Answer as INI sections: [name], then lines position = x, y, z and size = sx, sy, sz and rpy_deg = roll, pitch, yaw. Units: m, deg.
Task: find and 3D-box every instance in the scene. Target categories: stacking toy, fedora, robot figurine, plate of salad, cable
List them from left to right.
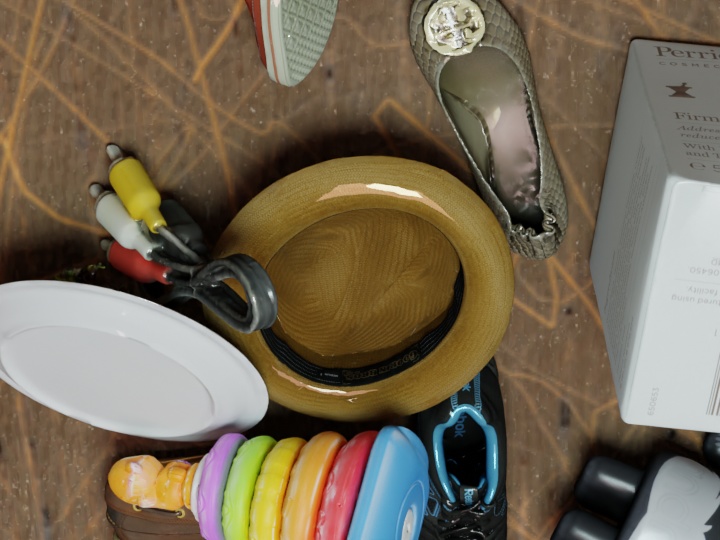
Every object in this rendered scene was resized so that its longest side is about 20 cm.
[plate of salad]
position = -0.152, 0.051, 1.595
size = 0.200, 0.048, 0.200
rpy_deg = 13, 151, 7
[cable]
position = -0.112, 0.003, 1.532
size = 0.050, 0.200, 0.097
rpy_deg = -9, 120, -24
[stacking toy]
position = -0.064, 0.144, 1.591
size = 0.200, 0.110, 0.116
rpy_deg = 9, 157, 16
[fedora]
position = 0.000, 0.000, 1.585
size = 0.201, 0.082, 0.201
rpy_deg = 1, 122, 2
[robot figurine]
position = 0.226, 0.195, 1.658
size = 0.200, 0.125, 0.150
rpy_deg = 24, 110, 5

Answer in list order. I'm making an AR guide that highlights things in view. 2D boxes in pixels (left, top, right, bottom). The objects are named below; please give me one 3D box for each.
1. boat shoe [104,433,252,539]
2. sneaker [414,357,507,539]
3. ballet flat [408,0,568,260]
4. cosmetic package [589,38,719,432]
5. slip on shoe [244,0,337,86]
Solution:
[boat shoe]
position = -0.073, 0.145, 1.665
size = 0.200, 0.072, 0.068
rpy_deg = -10, 119, 7
[sneaker]
position = 0.062, 0.147, 1.664
size = 0.073, 0.082, 0.200
rpy_deg = -6, 119, -1
[ballet flat]
position = 0.083, -0.090, 1.559
size = 0.067, 0.046, 0.200
rpy_deg = -18, 117, 7
[cosmetic package]
position = 0.238, -0.019, 1.514
size = 0.167, 0.200, 0.166
rpy_deg = 5, 118, -4
[slip on shoe]
position = -0.058, -0.202, 1.494
size = 0.061, 0.074, 0.200
rpy_deg = 11, 130, 32
